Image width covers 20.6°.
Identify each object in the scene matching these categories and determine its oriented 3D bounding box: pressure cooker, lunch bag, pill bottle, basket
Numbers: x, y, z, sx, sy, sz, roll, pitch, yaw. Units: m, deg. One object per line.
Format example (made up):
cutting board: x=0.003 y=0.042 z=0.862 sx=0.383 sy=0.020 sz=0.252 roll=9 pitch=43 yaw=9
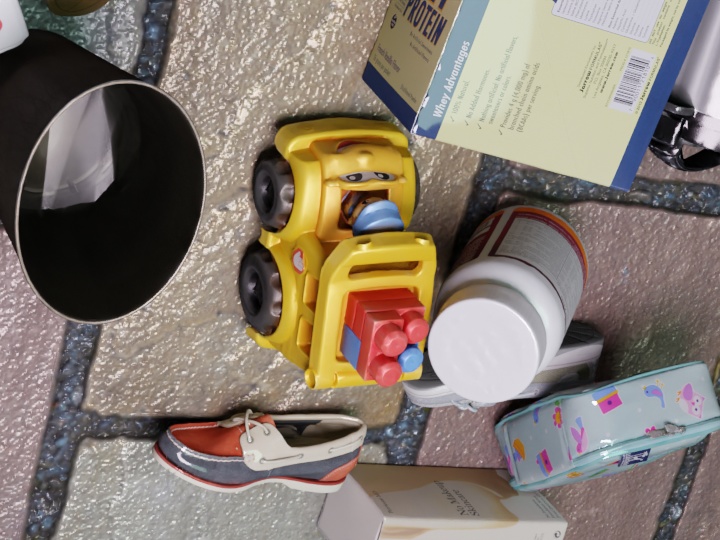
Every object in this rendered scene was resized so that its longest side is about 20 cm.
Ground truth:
pressure cooker: x=0.310 y=-0.178 z=1.664 sx=0.175 sy=0.179 sz=0.200 roll=12 pitch=110 yaw=-14
lunch bag: x=0.226 y=0.142 z=1.778 sx=0.160 sy=0.200 sz=0.077 roll=-8 pitch=79 yaw=-25
pill bottle: x=0.122 y=0.028 z=1.646 sx=0.109 sy=0.200 sz=0.110 roll=6 pitch=113 yaw=14
basket: x=-0.209 y=-0.088 z=1.418 sx=0.136 sy=0.200 sz=0.181 roll=-3 pitch=118 yaw=-27

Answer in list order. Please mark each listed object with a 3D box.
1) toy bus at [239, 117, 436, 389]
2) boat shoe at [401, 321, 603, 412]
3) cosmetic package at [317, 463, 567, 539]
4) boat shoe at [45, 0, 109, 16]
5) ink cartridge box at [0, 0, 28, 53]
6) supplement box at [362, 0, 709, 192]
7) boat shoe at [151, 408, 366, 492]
toy bus: x=0.000 y=0.000 z=1.583 sx=0.135 sy=0.192 sz=0.201 roll=-3 pitch=115 yaw=-25
boat shoe: x=0.129 y=0.096 z=1.776 sx=0.202 sy=0.074 sz=0.065 roll=-12 pitch=117 yaw=-30
cosmetic package: x=0.075 y=0.230 z=1.800 sx=0.200 sy=0.105 sz=0.071 roll=5 pitch=112 yaw=-32
boat shoe: x=-0.189 y=-0.273 z=1.413 sx=0.074 sy=0.069 sz=0.200 roll=-6 pitch=139 yaw=-33
ink cartridge box: x=-0.330 y=-0.230 z=1.350 sx=0.146 sy=0.084 sz=0.200 roll=-24 pitch=124 yaw=-15
supplement box: x=0.140 y=-0.195 z=1.569 sx=0.199 sy=0.134 sz=0.200 roll=13 pitch=109 yaw=-23
boat shoe: x=-0.084 y=0.147 z=1.688 sx=0.200 sy=0.071 sz=0.063 roll=9 pitch=123 yaw=-36
